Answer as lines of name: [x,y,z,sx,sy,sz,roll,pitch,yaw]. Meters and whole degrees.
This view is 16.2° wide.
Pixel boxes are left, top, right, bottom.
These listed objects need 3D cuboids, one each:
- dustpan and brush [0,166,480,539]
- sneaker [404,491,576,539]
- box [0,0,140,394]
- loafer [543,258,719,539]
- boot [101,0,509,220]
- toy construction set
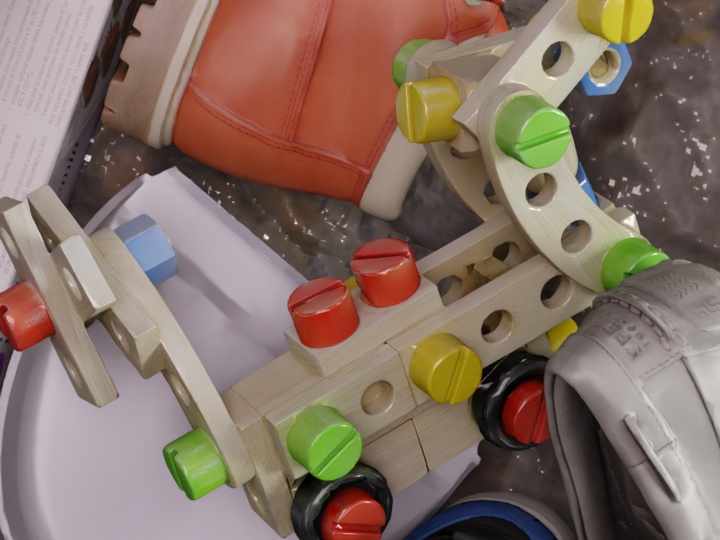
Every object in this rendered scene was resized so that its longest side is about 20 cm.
dustpan and brush: [-0.077,0.085,0.780,0.140,0.057,0.200,41,85,-8]
sneaker: [-0.004,0.158,0.727,0.077,0.111,0.200,31,98,13]
box: [-0.103,-0.054,0.787,0.041,0.039,0.200,19,89,6]
loafer: [0.086,0.093,0.719,0.070,0.070,0.200,-26,120,-27]
boot: [0.009,-0.115,0.769,0.107,0.075,0.200,24,98,2]
toy construction set: [0.000,0.000,0.711,0.200,0.092,0.131,-21,123,-5]
